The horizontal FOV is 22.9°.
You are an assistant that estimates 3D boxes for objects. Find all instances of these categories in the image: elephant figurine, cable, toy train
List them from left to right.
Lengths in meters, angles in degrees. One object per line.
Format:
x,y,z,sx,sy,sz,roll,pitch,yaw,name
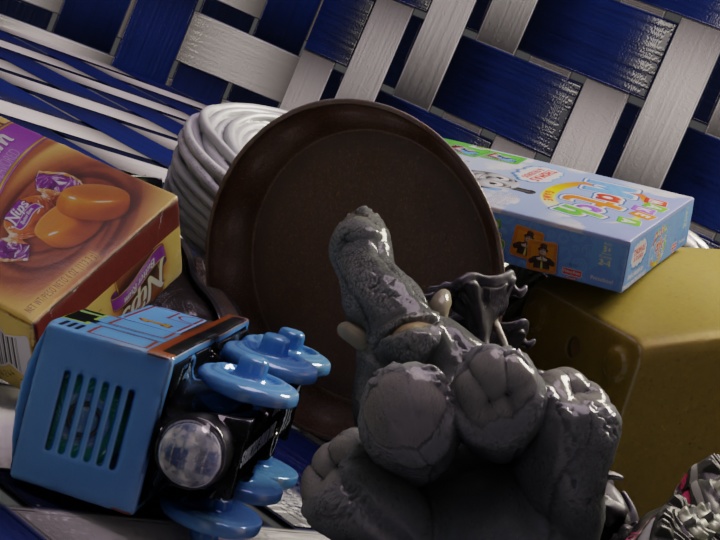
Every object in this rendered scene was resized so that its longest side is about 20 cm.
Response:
-0.082,0.060,0.811,0.113,0.087,0.200,18,6,5,toy train
-0.033,-0.039,1.182,0.199,0.070,0.200,30,23,11,cable
0.039,0.075,0.798,0.141,0.156,0.200,21,5,-11,elephant figurine

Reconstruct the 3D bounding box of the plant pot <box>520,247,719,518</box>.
0.193,0.091,1.087,0.199,0.197,0.194,11,12,-33,plant pot

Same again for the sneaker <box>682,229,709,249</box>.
0.180,0.062,1.226,0.075,0.201,0.081,35,19,28,sneaker

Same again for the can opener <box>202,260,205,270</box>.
-0.042,-0.026,1.291,0.053,0.067,0.200,38,48,16,can opener

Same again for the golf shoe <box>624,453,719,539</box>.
0.135,0.142,0.748,0.077,0.088,0.200,50,14,9,golf shoe

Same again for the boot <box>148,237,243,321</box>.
-0.170,0.003,1.022,0.173,0.070,0.200,17,9,-38,boot

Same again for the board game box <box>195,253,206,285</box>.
-0.030,-0.005,1.441,0.159,0.097,0.200,24,7,9,board game box

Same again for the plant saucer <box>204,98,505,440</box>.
0.000,0.000,1.038,0.199,0.202,0.034,26,19,25,plant saucer

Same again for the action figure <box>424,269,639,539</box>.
0.081,0.108,0.917,0.119,0.101,0.201,89,-21,-68,action figure

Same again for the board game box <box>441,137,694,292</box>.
0.092,-0.040,1.107,0.199,0.037,0.151,16,18,21,board game box

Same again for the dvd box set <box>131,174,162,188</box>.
-0.238,-0.051,1.099,0.198,0.030,0.146,4,3,11,dvd box set

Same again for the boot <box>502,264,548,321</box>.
0.126,0.050,1.311,0.200,0.181,0.073,9,50,-63,boot

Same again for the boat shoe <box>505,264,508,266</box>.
0.066,0.025,1.359,0.066,0.072,0.200,39,46,19,boat shoe

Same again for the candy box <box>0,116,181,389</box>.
-0.205,-0.024,0.909,0.199,0.057,0.117,23,45,23,candy box
